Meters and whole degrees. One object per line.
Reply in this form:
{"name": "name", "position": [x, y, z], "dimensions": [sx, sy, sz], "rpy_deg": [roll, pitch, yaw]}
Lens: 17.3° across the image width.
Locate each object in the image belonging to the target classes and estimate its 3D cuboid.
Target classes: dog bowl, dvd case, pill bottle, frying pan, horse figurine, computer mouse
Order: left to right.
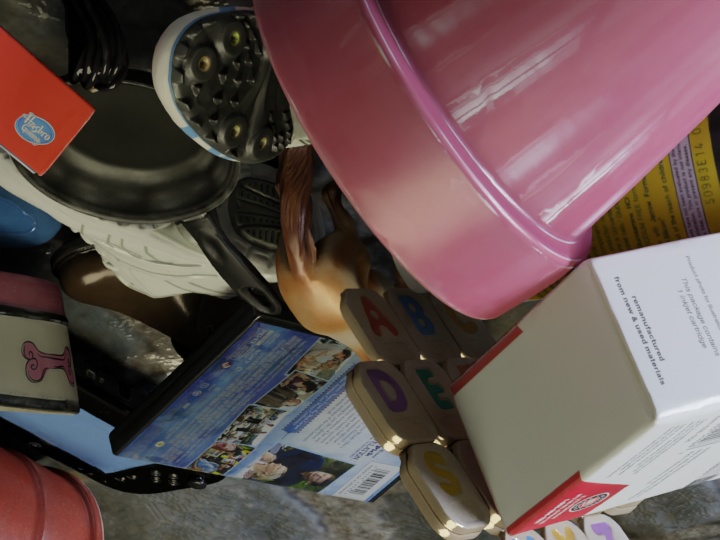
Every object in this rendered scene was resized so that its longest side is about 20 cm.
{"name": "dog bowl", "position": [-0.252, 0.036, 1.312], "dimensions": [0.199, 0.074, 0.200], "rpy_deg": [5, 176, 0]}
{"name": "computer mouse", "position": [-0.081, -0.168, 1.028], "dimensions": [0.044, 0.110, 0.200], "rpy_deg": [17, 137, -37]}
{"name": "frying pan", "position": [-0.084, -0.046, 1.160], "dimensions": [0.189, 0.031, 0.115], "rpy_deg": [26, 141, -28]}
{"name": "dvd case", "position": [-0.025, 0.077, 1.349], "dimensions": [0.199, 0.018, 0.143], "rpy_deg": [15, 134, -39]}
{"name": "horse figurine", "position": [0.000, 0.000, 1.252], "dimensions": [0.050, 0.133, 0.200], "rpy_deg": [-13, 146, 25]}
{"name": "pill bottle", "position": [0.115, -0.047, 1.195], "dimensions": [0.199, 0.113, 0.113], "rpy_deg": [-10, 147, 16]}

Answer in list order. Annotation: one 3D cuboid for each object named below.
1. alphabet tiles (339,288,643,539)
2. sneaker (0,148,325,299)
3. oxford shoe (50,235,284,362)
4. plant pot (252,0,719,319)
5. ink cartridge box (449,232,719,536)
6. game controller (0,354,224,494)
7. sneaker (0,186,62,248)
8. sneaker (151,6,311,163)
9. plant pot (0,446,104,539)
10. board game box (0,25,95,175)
{"name": "alphabet tiles", "position": [0.072, 0.085, 1.188], "dimensions": [0.015, 0.196, 0.199], "rpy_deg": [-44, 157, 26]}
{"name": "sneaker", "position": [-0.124, -0.027, 1.258], "dimensions": [0.199, 0.078, 0.099], "rpy_deg": [24, 143, -24]}
{"name": "oxford shoe", "position": [-0.081, 0.027, 1.346], "dimensions": [0.199, 0.085, 0.073], "rpy_deg": [14, 148, -18]}
{"name": "plant pot", "position": [0.078, -0.107, 1.041], "dimensions": [0.179, 0.201, 0.200], "rpy_deg": [-33, 138, 19]}
{"name": "ink cartridge box", "position": [0.166, 0.044, 1.121], "dimensions": [0.199, 0.084, 0.144], "rpy_deg": [-10, 159, -31]}
{"name": "game controller", "position": [-0.176, 0.097, 1.501], "dimensions": [0.104, 0.042, 0.200], "rpy_deg": [-22, 141, 32]}
{"name": "sneaker", "position": [-0.254, -0.032, 1.260], "dimensions": [0.199, 0.079, 0.066], "rpy_deg": [16, 143, -26]}
{"name": "sneaker", "position": [-0.052, -0.091, 1.097], "dimensions": [0.072, 0.072, 0.200], "rpy_deg": [18, -172, 20]}
{"name": "plant pot", "position": [-0.298, 0.162, 1.483], "dimensions": [0.200, 0.202, 0.195], "rpy_deg": [-19, 135, 28]}
{"name": "board game box", "position": [-0.221, -0.137, 1.030], "dimensions": [0.040, 0.153, 0.200], "rpy_deg": [-49, 138, -1]}
